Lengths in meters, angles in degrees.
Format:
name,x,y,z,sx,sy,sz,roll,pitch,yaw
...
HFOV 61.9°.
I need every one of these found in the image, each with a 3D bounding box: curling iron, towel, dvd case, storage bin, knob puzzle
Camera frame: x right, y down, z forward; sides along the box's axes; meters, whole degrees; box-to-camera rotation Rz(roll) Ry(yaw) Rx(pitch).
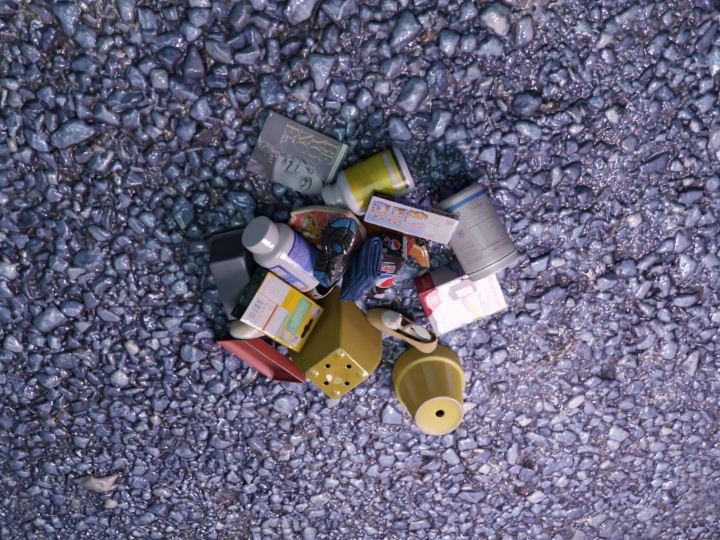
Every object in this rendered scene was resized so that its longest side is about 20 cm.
name,x,y,z,sx,sy,sz,roll,pitch,yaw
curling iron,0.109,-0.027,1.437,0.049,0.026,0.200,24,135,-12
towel,0.000,0.000,1.401,0.048,0.112,0.200,10,158,-13
dvd case,-0.142,-0.258,1.371,0.199,0.016,0.149,21,113,-16
storage bin,-0.282,0.013,1.432,0.145,0.134,0.201,-12,119,1
knob puzzle,-0.073,-0.088,1.390,0.219,0.031,0.220,12,153,6

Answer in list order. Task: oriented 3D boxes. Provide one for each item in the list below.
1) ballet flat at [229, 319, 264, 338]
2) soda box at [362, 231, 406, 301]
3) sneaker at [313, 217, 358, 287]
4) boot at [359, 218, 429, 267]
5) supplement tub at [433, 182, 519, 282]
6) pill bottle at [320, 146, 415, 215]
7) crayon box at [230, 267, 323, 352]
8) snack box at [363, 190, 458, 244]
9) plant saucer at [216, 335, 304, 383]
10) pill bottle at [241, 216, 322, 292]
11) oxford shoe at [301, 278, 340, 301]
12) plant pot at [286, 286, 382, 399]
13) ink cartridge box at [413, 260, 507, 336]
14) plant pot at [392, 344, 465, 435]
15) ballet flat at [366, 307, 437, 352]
name,x,y,z,sx,sy,sz,roll,pitch,yaw
ballet flat,-0.228,0.121,1.460,0.200,0.067,0.062,-2,132,-44
soda box,0.049,-0.005,1.441,0.063,0.071,0.200,10,146,-13
sneaker,-0.047,-0.053,1.356,0.073,0.082,0.200,42,135,13
boot,0.076,-0.067,1.468,0.154,0.074,0.200,-22,120,15
supplement tub,0.266,-0.089,1.395,0.132,0.132,0.200,-28,91,9
pill bottle,0.016,-0.193,1.365,0.199,0.112,0.112,-24,117,7
crayon box,-0.192,0.096,1.409,0.200,0.052,0.126,38,77,-42
snack box,0.112,-0.116,1.331,0.199,0.024,0.072,15,132,-7
plant saucer,-0.251,0.220,1.538,0.200,0.199,0.037,40,65,-21
pill bottle,-0.178,-0.041,1.393,0.112,0.112,0.200,-36,135,13
oxford shoe,-0.127,0.047,1.496,0.200,0.074,0.071,-41,116,16
plant pot,-0.065,0.205,1.515,0.195,0.200,0.194,-37,115,14
ink cartridge box,0.256,0.058,1.534,0.199,0.083,0.146,-23,117,7
plant pot,0.195,0.329,1.610,0.200,0.189,0.201,-3,117,-5
ballet flat,0.112,0.142,1.550,0.200,0.069,0.063,27,148,1
